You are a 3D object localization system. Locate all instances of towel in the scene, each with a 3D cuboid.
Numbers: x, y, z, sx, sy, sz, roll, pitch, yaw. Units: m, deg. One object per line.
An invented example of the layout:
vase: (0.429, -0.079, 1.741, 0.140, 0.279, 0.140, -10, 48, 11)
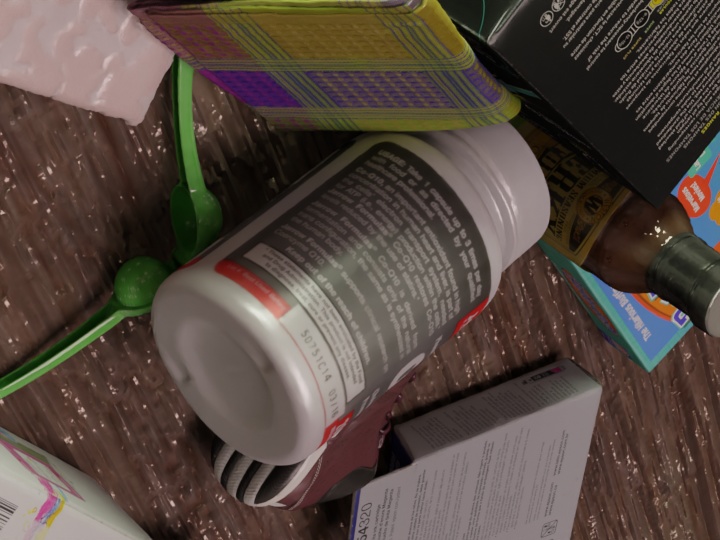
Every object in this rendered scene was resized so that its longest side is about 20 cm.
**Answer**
towel: (-0.125, -0.175, 1.107, 0.191, 0.032, 0.200, 15, 108, -48)
towel: (-0.011, -0.103, 1.169, 0.200, 0.143, 0.023, 36, 57, -67)

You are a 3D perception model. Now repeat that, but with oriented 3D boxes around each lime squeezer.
lime squeezer: (-0.110, -0.010, 1.246, 0.071, 0.038, 0.200, 14, 111, -52)

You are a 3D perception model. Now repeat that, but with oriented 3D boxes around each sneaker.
sneaker: (0.003, 0.056, 1.398, 0.200, 0.076, 0.116, -48, 154, -1)

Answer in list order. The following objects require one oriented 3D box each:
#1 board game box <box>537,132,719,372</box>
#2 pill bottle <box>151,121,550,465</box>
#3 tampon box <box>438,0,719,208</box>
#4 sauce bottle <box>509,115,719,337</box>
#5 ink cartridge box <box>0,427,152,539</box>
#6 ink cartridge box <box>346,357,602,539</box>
board game box: (0.207, -0.052, 1.522, 0.200, 0.045, 0.152, -47, 142, -4)
pill bottle: (0.000, 0.000, 1.264, 0.200, 0.114, 0.114, -38, 141, -31)
tampon box: (0.101, -0.151, 1.254, 0.126, 0.150, 0.200, -52, 142, 1)
sauce bottle: (0.135, -0.030, 1.344, 0.065, 0.200, 0.065, -25, 132, -30)
ink cartridge box: (-0.212, 0.151, 1.234, 0.145, 0.085, 0.200, -51, 140, 0)
ink cartridge box: (0.053, 0.168, 1.545, 0.200, 0.043, 0.197, -17, 132, -33)
